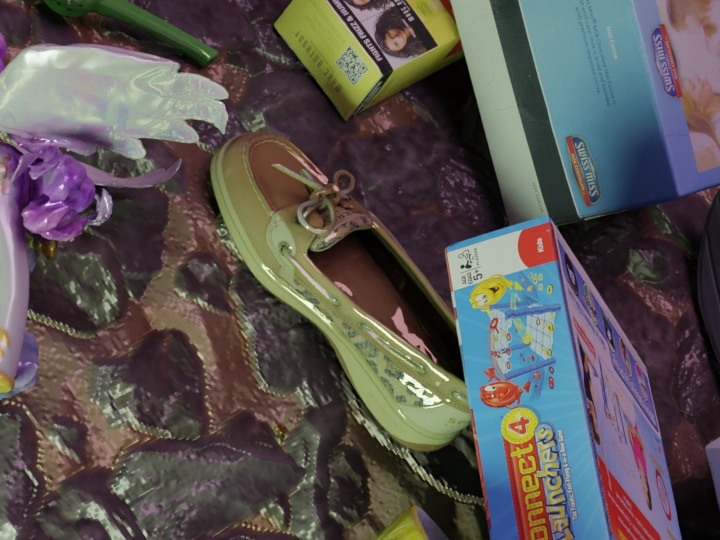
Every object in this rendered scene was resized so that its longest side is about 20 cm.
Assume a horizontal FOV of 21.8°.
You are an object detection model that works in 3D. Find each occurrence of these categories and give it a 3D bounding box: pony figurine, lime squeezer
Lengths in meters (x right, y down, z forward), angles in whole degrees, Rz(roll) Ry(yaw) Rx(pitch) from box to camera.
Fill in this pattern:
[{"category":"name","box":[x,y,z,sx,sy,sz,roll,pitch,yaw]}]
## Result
[{"category":"pony figurine","box":[-0.174,-0.045,0.860,0.193,0.167,0.200,18,69,-14]},{"category":"lime squeezer","box":[-0.161,-0.179,1.010,0.200,0.038,0.071,45,48,0]}]

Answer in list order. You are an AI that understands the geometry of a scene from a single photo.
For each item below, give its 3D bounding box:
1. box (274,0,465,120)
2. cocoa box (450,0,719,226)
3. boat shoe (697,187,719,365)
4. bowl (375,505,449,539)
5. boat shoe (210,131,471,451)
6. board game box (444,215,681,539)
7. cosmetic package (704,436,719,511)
[{"category":"box","box":[0.044,-0.163,1.126,0.200,0.050,0.075,-30,81,-42]},{"category":"cocoa box","box":[0.148,-0.138,1.080,0.133,0.131,0.200,-19,95,-43]},{"category":"boat shoe","box":[0.254,0.040,1.132,0.067,0.074,0.200,10,70,-33]},{"category":"bowl","box":[0.038,0.216,0.832,0.108,0.200,0.200,-36,83,1]},{"category":"boat shoe","box":[0.000,0.000,0.987,0.200,0.063,0.073,50,48,4]},{"category":"board game box","box":[0.110,0.105,0.924,0.200,0.056,0.196,49,29,-57]},{"category":"cosmetic package","box":[0.284,0.133,1.059,0.200,0.052,0.151,-25,103,-40]}]
